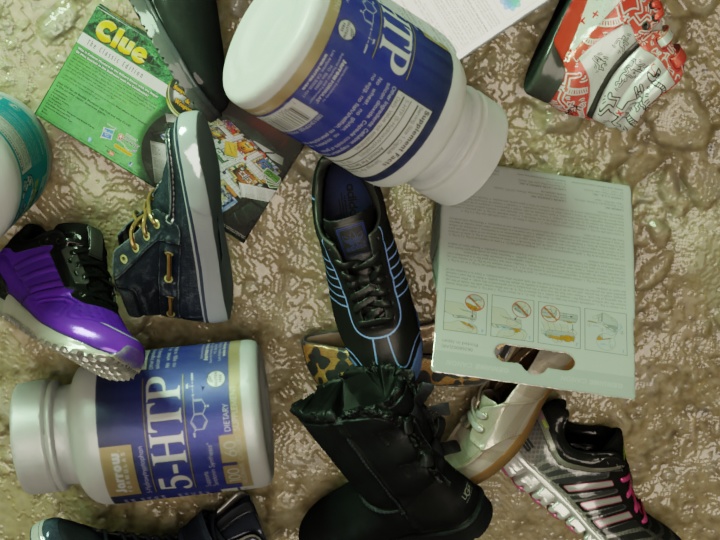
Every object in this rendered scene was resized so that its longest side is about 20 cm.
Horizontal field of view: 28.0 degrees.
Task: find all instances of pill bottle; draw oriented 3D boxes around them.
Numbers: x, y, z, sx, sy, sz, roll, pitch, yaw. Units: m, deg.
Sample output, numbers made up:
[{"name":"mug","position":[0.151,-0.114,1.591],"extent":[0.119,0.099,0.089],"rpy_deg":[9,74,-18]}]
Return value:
[{"name":"pill bottle","position":[0.009,-0.132,1.081],"extent":[0.199,0.120,0.120],"rpy_deg":[28,102,-29]},{"name":"pill bottle","position":[-0.303,-0.072,1.092],"extent":[0.110,0.200,0.112],"rpy_deg":[0,104,-1]},{"name":"pill bottle","position":[-0.175,0.126,1.178],"extent":[0.199,0.120,0.121],"rpy_deg":[-7,104,0]}]

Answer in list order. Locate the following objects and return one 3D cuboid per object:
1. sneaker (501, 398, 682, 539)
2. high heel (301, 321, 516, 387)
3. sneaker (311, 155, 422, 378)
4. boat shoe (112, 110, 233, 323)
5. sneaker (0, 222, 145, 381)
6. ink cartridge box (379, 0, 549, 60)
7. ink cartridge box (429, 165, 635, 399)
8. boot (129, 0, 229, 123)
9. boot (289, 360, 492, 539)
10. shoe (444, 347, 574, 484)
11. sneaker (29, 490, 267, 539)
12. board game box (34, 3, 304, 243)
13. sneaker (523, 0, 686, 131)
[{"name":"sneaker","position":[0.210,0.182,1.233],"extent":[0.200,0.074,0.088],"rpy_deg":[38,106,-5]},{"name":"high heel","position":[0.051,0.042,1.197],"extent":[0.142,0.071,0.200],"rpy_deg":[34,105,-10]},{"name":"sneaker","position":[0.000,0.000,1.153],"extent":[0.070,0.078,0.201],"rpy_deg":[-17,84,7]},{"name":"boat shoe","position":[-0.155,-0.035,1.143],"extent":[0.090,0.071,0.201],"rpy_deg":[-1,130,2]},{"name":"sneaker","position":[-0.227,0.012,1.136],"extent":[0.070,0.200,0.100],"rpy_deg":[39,79,-48]},{"name":"ink cartridge box","position":[0.052,-0.221,1.148],"extent":[0.199,0.042,0.120],"rpy_deg":[-34,103,7]},{"name":"ink cartridge box","position":[0.135,0.012,1.142],"extent":[0.161,0.050,0.201],"rpy_deg":[8,59,-4]},{"name":"boot","position":[-0.078,-0.234,1.118],"extent":[0.199,0.066,0.165],"rpy_deg":[-31,91,1]},{"name":"boot","position":[-0.002,0.161,1.177],"extent":[0.197,0.074,0.163],"rpy_deg":[-15,124,32]},{"name":"shoe","position":[0.127,0.095,1.211],"extent":[0.053,0.070,0.200],"rpy_deg":[40,90,-29]},{"name":"sneaker","position":[-0.163,0.228,1.209],"extent":[0.146,0.077,0.202],"rpy_deg":[-40,129,13]},{"name":"board game box","position":[-0.153,-0.119,1.176],"extent":[0.199,0.023,0.105],"rpy_deg":[32,101,-9]},{"name":"sneaker","position":[0.218,-0.211,1.145],"extent":[0.107,0.067,0.202],"rpy_deg":[23,105,-8]}]
